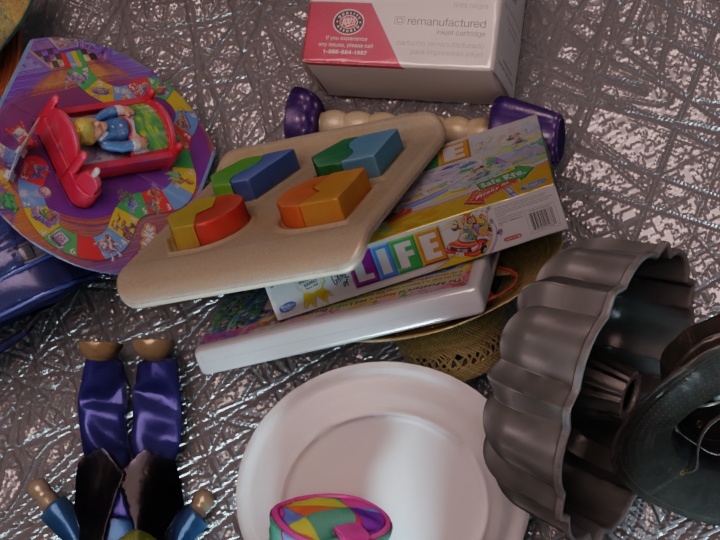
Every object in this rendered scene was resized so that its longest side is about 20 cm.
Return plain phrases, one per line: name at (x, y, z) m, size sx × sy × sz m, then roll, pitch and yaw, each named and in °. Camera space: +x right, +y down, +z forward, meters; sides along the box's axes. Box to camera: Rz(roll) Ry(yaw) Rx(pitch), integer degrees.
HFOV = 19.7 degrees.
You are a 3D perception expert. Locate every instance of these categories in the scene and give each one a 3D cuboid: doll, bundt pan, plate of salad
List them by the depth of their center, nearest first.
bundt pan at (0.141, 0.071, 1.334) m, size 0.075 × 0.202 × 0.203 m, roll 16°, pitch 80°, yaw 27°
plate of salad at (0.015, 0.150, 1.401) m, size 0.198 × 0.048 × 0.202 m, roll 0°, pitch 112°, yaw 0°
doll at (-0.172, 0.151, 1.480) m, size 0.135 × 0.048 × 0.202 m, roll -2°, pitch 82°, yaw 5°

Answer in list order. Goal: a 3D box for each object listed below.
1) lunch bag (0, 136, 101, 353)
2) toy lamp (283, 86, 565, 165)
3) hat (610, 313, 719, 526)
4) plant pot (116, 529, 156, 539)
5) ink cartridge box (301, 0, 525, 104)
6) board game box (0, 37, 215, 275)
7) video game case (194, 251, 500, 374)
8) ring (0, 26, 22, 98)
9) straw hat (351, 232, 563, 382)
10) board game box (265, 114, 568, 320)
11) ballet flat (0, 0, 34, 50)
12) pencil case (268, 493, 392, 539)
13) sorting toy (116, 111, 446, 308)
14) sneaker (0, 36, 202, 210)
lunch bag at (-0.294, 0.004, 1.492) m, size 0.199 × 0.136 × 0.133 m, roll -26°, pitch 89°, yaw 9°
toy lamp at (0.047, -0.099, 1.487) m, size 0.198 × 0.058 × 0.059 m, roll 4°, pitch 77°, yaw 18°
hat at (0.245, 0.078, 1.335) m, size 0.199 × 0.201 × 0.081 m, roll -22°, pitch 49°, yaw 7°
plant pot at (-0.182, 0.280, 1.372) m, size 0.192 × 0.200 × 0.201 m, roll -37°, pitch 70°, yaw 1°
ink cartridge box at (0.045, -0.229, 1.504) m, size 0.145 × 0.083 × 0.202 m, roll 4°, pitch 77°, yaw 15°
board game box at (-0.176, -0.091, 1.450) m, size 0.157 × 0.039 × 0.201 m, roll 29°, pitch 47°, yaw -13°
video game case at (0.000, 0.000, 1.412) m, size 0.199 × 0.182 × 0.024 m, roll -13°, pitch 114°, yaw 17°
ring at (-0.344, -0.148, 1.588) m, size 0.199 × 0.019 × 0.202 m, roll -10°, pitch 67°, yaw 25°
straw hat at (0.060, 0.036, 1.421) m, size 0.200 × 0.201 × 0.086 m, roll -18°, pitch 112°, yaw 9°
board game box at (0.034, -0.038, 1.390) m, size 0.199 × 0.135 × 0.034 m, roll -18°, pitch 112°, yaw 7°
ballet flat at (-0.313, -0.159, 1.524) m, size 0.071 × 0.071 × 0.200 m, roll 40°, pitch 93°, yaw 20°
pencil case at (-0.026, 0.248, 1.363) m, size 0.088 × 0.088 × 0.202 m, roll 8°, pitch 107°, yaw 16°
sorting toy at (-0.053, -0.049, 1.396) m, size 0.184 × 0.200 × 0.037 m, roll -10°, pitch 115°, yaw 25°
sneaker at (-0.182, -0.110, 1.535) m, size 0.199 × 0.073 × 0.085 m, roll 33°, pitch 88°, yaw 21°
